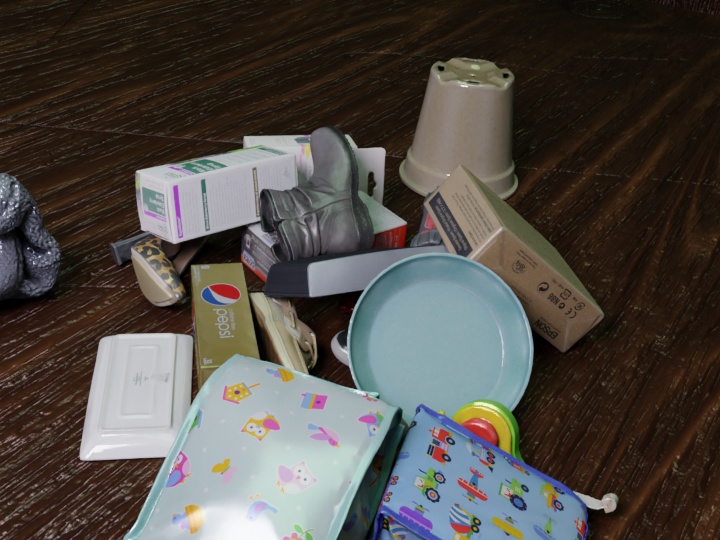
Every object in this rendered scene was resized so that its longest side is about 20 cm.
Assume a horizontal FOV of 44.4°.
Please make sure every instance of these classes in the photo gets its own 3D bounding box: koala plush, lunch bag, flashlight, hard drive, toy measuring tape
[{"bbox_3d":[-0.459,0.007,0.994,0.176,0.185,0.201,14,52,31],"label":"koala plush"},{"bbox_3d":[0.115,0.226,0.764,0.198,0.095,0.151,20,31,7],"label":"lunch bag"},{"bbox_3d":[0.110,-0.060,1.236,0.067,0.069,0.201,9,32,8],"label":"flashlight"},{"bbox_3d":[0.000,0.000,1.017,0.198,0.043,0.134,-8,4,-30],"label":"hard drive"},{"bbox_3d":[-0.070,0.175,0.734,0.169,0.122,0.201,15,57,17],"label":"lunch bag"},{"bbox_3d":[0.155,0.170,0.853,0.198,0.074,0.074,14,32,21],"label":"toy measuring tape"}]

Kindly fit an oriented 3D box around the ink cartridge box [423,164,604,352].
[{"bbox_3d":[0.183,-0.015,1.068,0.199,0.075,0.165,36,17,-28],"label":"ink cartridge box"}]

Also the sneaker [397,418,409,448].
[{"bbox_3d":[-0.056,0.161,0.867,0.198,0.076,0.106,13,14,25],"label":"sneaker"}]

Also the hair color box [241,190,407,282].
[{"bbox_3d":[-0.048,-0.038,1.184,0.198,0.065,0.111,-17,39,-34],"label":"hair color box"}]

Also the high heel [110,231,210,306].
[{"bbox_3d":[-0.220,-0.021,1.118,0.141,0.072,0.200,-22,31,-26],"label":"high heel"}]

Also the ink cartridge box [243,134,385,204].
[{"bbox_3d":[-0.068,-0.132,1.280,0.198,0.118,0.067,-2,24,-13],"label":"ink cartridge box"}]

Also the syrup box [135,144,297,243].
[{"bbox_3d":[-0.181,-0.102,1.134,0.199,0.082,0.078,-18,25,-39],"label":"syrup box"}]

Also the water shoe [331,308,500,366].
[{"bbox_3d":[0.066,0.070,1.006,0.197,0.080,0.072,3,31,-3],"label":"water shoe"}]

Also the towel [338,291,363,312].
[{"bbox_3d":[0.076,0.033,1.093,0.197,0.023,0.145,6,15,4],"label":"towel"}]

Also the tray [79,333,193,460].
[{"bbox_3d":[-0.233,0.122,0.934,0.106,0.022,0.201,0,32,-10],"label":"tray"}]

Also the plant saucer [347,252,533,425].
[{"bbox_3d":[0.083,0.083,0.940,0.197,0.036,0.202,1,76,-5],"label":"plant saucer"}]

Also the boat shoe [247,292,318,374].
[{"bbox_3d":[-0.078,0.083,0.977,0.064,0.073,0.200,-6,28,-17],"label":"boat shoe"}]

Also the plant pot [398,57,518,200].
[{"bbox_3d":[0.167,-0.232,1.413,0.198,0.185,0.201,3,31,-2],"label":"plant pot"}]

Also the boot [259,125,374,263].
[{"bbox_3d":[-0.068,-0.101,1.112,0.130,0.070,0.202,-4,57,-24],"label":"boot"}]

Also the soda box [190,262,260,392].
[{"bbox_3d":[-0.153,0.072,0.983,0.063,0.068,0.201,-3,32,-13],"label":"soda box"}]
